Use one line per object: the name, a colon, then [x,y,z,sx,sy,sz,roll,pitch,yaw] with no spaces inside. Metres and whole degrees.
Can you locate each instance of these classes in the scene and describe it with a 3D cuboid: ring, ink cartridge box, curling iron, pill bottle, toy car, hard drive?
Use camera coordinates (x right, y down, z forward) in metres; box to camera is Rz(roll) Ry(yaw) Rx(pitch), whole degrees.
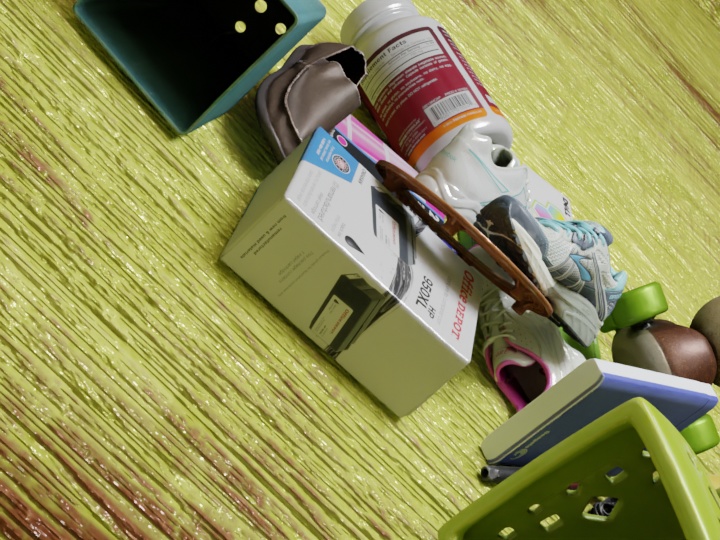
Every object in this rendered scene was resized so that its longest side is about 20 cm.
ring: [0.085,-0.023,1.260,0.200,0.019,0.200,41,-2,2]
ink cartridge box: [0.000,0.000,1.188,0.200,0.084,0.145,42,27,-13]
curling iron: [0.175,0.191,1.262,0.200,0.026,0.050,23,33,-40]
ink cartridge box: [0.197,-0.011,1.503,0.200,0.076,0.148,35,30,-22]
ink cartridge box: [0.030,-0.070,1.383,0.200,0.037,0.095,41,28,-18]
pill bottle: [0.061,-0.183,1.485,0.113,0.113,0.200,7,46,-52]
toy car: [0.353,0.074,1.425,0.158,0.199,0.165,104,-34,-85]
hard drive: [0.212,0.133,1.276,0.200,0.132,0.025,14,43,-48]

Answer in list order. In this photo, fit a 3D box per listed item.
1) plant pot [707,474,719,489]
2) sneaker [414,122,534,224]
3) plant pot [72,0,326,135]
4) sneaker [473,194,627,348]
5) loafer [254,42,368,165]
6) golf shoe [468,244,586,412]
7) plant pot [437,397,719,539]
plant pot: [0.351,0.260,1.269,0.188,0.201,0.201,16,39,-22]
sneaker: [0.127,-0.061,1.304,0.070,0.080,0.200,36,2,38]
plant pot: [-0.117,-0.224,1.261,0.141,0.141,0.200,49,18,1]
sneaker: [0.168,-0.019,1.263,0.078,0.086,0.200,38,-5,42]
loafer: [-0.040,-0.159,1.308,0.200,0.071,0.073,-73,143,-54]
golf shoe: [0.143,0.057,1.343,0.091,0.075,0.200,1,51,-51]
plant pot: [0.199,0.245,1.051,0.181,0.200,0.200,34,29,-41]
